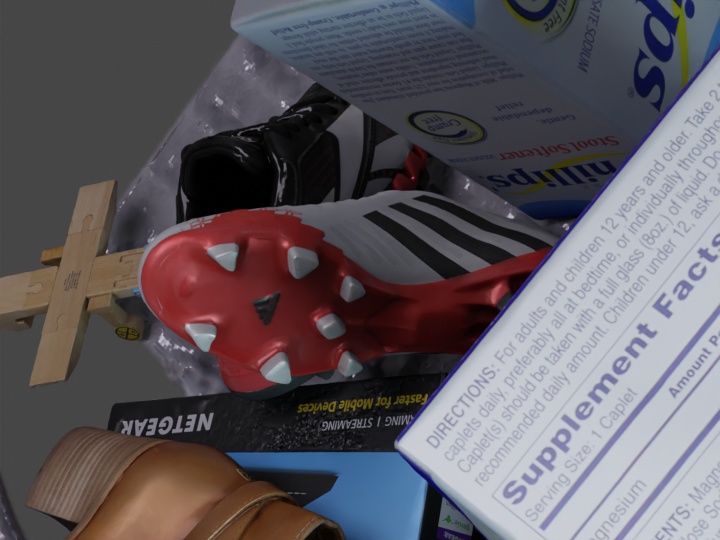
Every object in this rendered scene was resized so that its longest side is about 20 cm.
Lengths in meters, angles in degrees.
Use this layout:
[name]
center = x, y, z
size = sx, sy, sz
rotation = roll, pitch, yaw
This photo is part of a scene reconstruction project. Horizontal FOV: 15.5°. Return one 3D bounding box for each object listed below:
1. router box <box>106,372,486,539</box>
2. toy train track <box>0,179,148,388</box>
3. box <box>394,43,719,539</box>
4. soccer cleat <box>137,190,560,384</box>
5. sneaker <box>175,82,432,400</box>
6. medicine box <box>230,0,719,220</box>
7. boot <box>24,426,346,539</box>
[router box]
center = -0.037, 0.127, 1.136
size = 0.200, 0.051, 0.150
rotation = -8, 64, 41
[toy train track]
center = -0.098, 0.006, 1.283
size = 0.200, 0.033, 0.115
rotation = -11, 53, 33
[box]
center = 0.149, 0.056, 0.839
size = 0.200, 0.105, 0.184
rotation = 38, 86, 26
[soccer cleat]
center = 0.000, 0.000, 1.081
size = 0.085, 0.199, 0.069
rotation = -123, 41, -54
[sneaker]
center = -0.028, -0.041, 1.158
size = 0.071, 0.098, 0.201
rotation = -15, 35, 36
[medicine box]
center = 0.066, -0.144, 1.079
size = 0.103, 0.200, 0.183
rotation = -6, 64, 44
[boot]
center = -0.096, 0.167, 1.085
size = 0.155, 0.074, 0.200
rotation = 15, 85, 42
